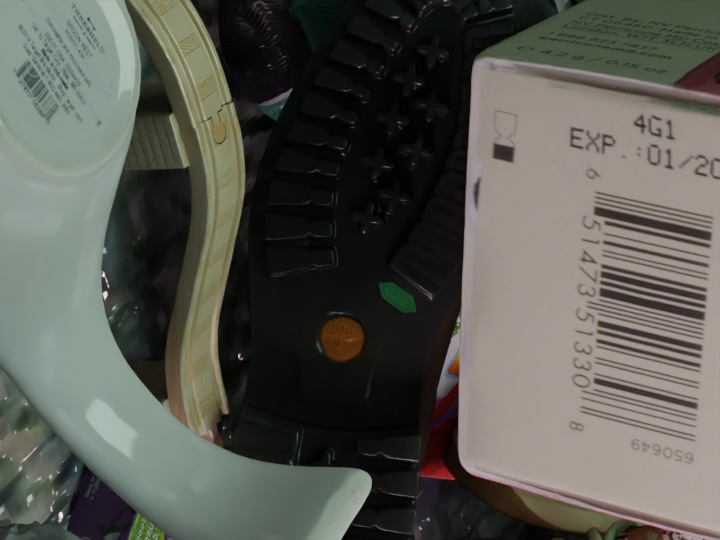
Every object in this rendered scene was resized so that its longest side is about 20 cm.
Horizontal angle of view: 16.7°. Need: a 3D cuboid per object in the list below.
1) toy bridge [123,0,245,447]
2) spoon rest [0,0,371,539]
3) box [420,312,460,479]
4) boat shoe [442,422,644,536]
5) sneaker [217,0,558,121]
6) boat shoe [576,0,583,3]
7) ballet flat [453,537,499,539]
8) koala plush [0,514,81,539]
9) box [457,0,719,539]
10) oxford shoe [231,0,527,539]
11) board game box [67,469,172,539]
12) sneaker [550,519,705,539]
[{"bbox_3d":[-0.066,-0.038,0.672,0.027,0.067,0.200,-43,124,-50],"label":"toy bridge"},{"bbox_3d":[-0.069,-0.008,0.576,0.099,0.061,0.200,-54,126,-40],"label":"spoon rest"},{"bbox_3d":[0.075,0.010,0.859,0.200,0.039,0.137,13,111,-57],"label":"box"},{"bbox_3d":[0.120,0.051,0.835,0.200,0.073,0.065,0,120,-41],"label":"boat shoe"},{"bbox_3d":[0.010,-0.090,0.814,0.200,0.074,0.088,23,46,-57],"label":"sneaker"},{"bbox_3d":[0.097,-0.174,0.930,0.200,0.068,0.075,57,44,-40],"label":"boat shoe"},{"bbox_3d":[0.113,0.124,0.842,0.046,0.200,0.068,-72,170,-89],"label":"ballet flat"},{"bbox_3d":[-0.081,0.150,0.574,0.177,0.184,0.200,46,30,-8],"label":"koala plush"},{"bbox_3d":[0.123,-0.019,0.731,0.200,0.109,0.128,-30,127,-53],"label":"box"},{"bbox_3d":[0.000,0.000,0.735,0.084,0.073,0.200,-77,-177,-87],"label":"oxford shoe"},{"bbox_3d":[-0.067,0.170,0.703,0.120,0.032,0.200,54,46,-48],"label":"board game box"},{"bbox_3d":[0.077,0.099,0.762,0.077,0.200,0.089,-110,-154,-46],"label":"sneaker"}]
